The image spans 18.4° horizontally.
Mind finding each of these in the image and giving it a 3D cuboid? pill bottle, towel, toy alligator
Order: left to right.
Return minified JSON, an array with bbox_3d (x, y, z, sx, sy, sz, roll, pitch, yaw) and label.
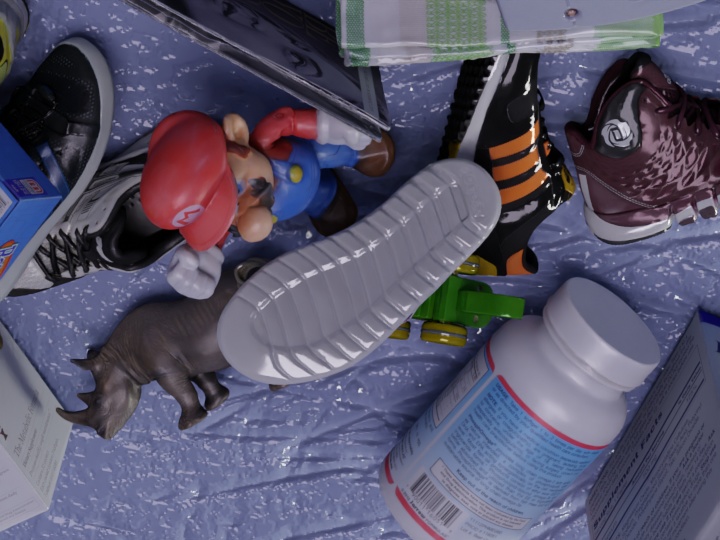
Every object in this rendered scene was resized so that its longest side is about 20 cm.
[{"bbox_3d":[0.018,0.014,1.450,0.199,0.054,0.060,7,85,22],"label":"toy alligator"},{"bbox_3d":[0.081,-0.203,1.345,0.199,0.031,0.150,-3,89,2],"label":"towel"},{"bbox_3d":[0.110,0.103,1.513,0.109,0.109,0.200,33,115,-16],"label":"pill bottle"}]

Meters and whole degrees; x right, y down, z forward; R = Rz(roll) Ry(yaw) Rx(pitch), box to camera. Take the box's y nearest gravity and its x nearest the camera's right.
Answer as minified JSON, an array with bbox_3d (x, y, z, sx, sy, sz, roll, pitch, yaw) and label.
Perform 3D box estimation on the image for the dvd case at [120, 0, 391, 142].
[{"bbox_3d":[-0.073,-0.154,1.348,0.200,0.149,0.016,28,109,-14],"label":"dvd case"}]

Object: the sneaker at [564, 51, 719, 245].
[{"bbox_3d":[0.223,-0.097,1.418,0.199,0.076,0.116,-20,114,13],"label":"sneaker"}]

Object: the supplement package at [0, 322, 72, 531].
[{"bbox_3d":[-0.300,0.079,1.506,0.109,0.114,0.200,-25,116,15],"label":"supplement package"}]

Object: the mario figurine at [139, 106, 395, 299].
[{"bbox_3d":[-0.053,-0.044,1.379,0.106,0.200,0.124,6,99,36],"label":"mario figurine"}]

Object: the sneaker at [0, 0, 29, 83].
[{"bbox_3d":[-0.287,-0.102,1.424,0.075,0.077,0.200,29,117,-16],"label":"sneaker"}]

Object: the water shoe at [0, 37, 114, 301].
[{"bbox_3d":[-0.226,-0.059,1.415,0.071,0.079,0.200,33,100,30],"label":"water shoe"}]

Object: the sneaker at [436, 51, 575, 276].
[{"bbox_3d":[0.102,-0.081,1.434,0.090,0.070,0.201,10,125,-8],"label":"sneaker"}]

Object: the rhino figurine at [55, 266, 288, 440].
[{"bbox_3d":[-0.122,0.059,1.520,0.199,0.060,0.088,-23,97,15],"label":"rhino figurine"}]

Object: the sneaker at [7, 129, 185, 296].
[{"bbox_3d":[-0.175,-0.030,1.456,0.200,0.088,0.076,-27,117,17],"label":"sneaker"}]

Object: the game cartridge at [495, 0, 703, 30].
[{"bbox_3d":[0.165,-0.206,1.270,0.199,0.041,0.133,-14,132,10],"label":"game cartridge"}]

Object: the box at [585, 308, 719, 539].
[{"bbox_3d":[0.242,0.163,1.491,0.105,0.200,0.184,21,118,-12],"label":"box"}]

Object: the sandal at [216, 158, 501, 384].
[{"bbox_3d":[0.004,0.007,1.403,0.202,0.050,0.083,-32,86,0],"label":"sandal"}]

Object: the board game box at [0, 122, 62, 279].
[{"bbox_3d":[-0.294,-0.061,1.367,0.200,0.045,0.152,49,116,17],"label":"board game box"}]
